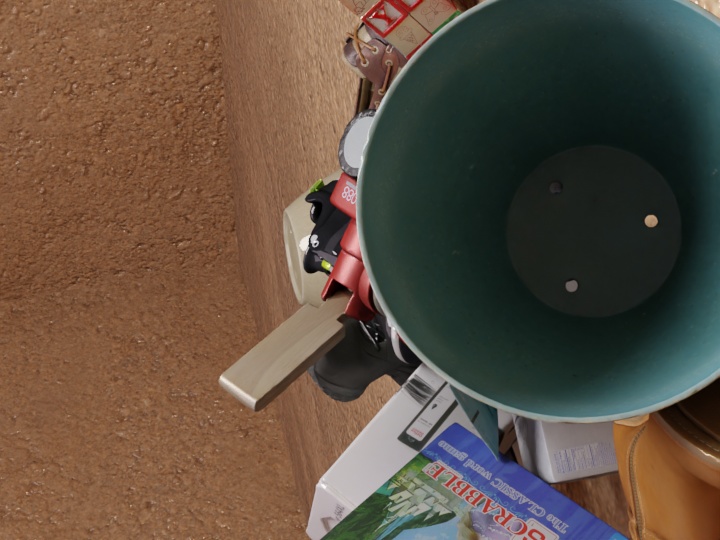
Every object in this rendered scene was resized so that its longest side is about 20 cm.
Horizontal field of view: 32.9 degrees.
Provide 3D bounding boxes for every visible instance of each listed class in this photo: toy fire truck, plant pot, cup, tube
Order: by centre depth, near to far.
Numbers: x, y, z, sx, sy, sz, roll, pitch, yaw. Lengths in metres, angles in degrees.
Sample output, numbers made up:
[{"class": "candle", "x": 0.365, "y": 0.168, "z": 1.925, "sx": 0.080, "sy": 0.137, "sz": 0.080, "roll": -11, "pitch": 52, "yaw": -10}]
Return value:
[{"class": "plant pot", "x": 0.110, "y": -0.027, "z": 0.606, "sx": 0.135, "sy": 0.200, "sz": 0.200, "roll": 20, "pitch": -123, "yaw": -75}, {"class": "toy fire truck", "x": 0.020, "y": 0.016, "z": 0.769, "sx": 0.176, "sy": 0.129, "sz": 0.200, "roll": 37, "pitch": 105, "yaw": 47}, {"class": "tube", "x": 0.071, "y": 0.037, "z": 0.858, "sx": 0.077, "sy": 0.050, "sz": 0.200, "roll": 51, "pitch": -160, "yaw": -32}, {"class": "cup", "x": -0.003, "y": -0.026, "z": 1.285, "sx": 0.200, "sy": 0.143, "sz": 0.201, "roll": 170, "pitch": 90, "yaw": -80}]

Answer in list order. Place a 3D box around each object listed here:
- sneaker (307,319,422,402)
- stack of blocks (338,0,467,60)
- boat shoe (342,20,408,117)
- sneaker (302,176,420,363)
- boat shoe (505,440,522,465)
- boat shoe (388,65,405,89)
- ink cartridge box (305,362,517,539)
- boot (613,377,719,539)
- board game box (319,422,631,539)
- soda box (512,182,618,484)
[{"class": "sneaker", "x": 0.023, "y": 0.049, "z": 0.975, "sx": 0.091, "sy": 0.200, "sz": 0.076, "roll": -43, "pitch": 69, "yaw": 28}, {"class": "stack of blocks", "x": 0.014, "y": -0.269, "z": 1.024, "sx": 0.115, "sy": 0.059, "sz": 0.200, "roll": 33, "pitch": -154, "yaw": -39}, {"class": "boat shoe", "x": 0.018, "y": -0.211, "z": 1.191, "sx": 0.200, "sy": 0.072, "sz": 0.072, "roll": 93, "pitch": 164, "yaw": -51}, {"class": "sneaker", "x": 0.000, "y": 0.000, "z": 0.937, "sx": 0.200, "sy": 0.083, "sz": 0.072, "roll": -104, "pitch": -4, "yaw": -46}, {"class": "boat shoe", "x": 0.078, "y": 0.116, "z": 1.101, "sx": 0.200, "sy": 0.063, "sz": 0.073, "roll": 53, "pitch": 169, "yaw": 39}, {"class": "boat shoe", "x": 0.066, "y": -0.120, "z": 1.006, "sx": 0.072, "sy": 0.068, "sz": 0.200, "roll": 51, "pitch": 164, "yaw": 19}, {"class": "ink cartridge box", "x": 0.056, "y": 0.136, "z": 0.933, "sx": 0.084, "sy": 0.200, "sz": 0.146, "roll": 37, "pitch": 156, "yaw": 13}, {"class": "boot", "x": 0.175, "y": 0.123, "z": 0.627, "sx": 0.200, "sy": 0.077, "sz": 0.156, "roll": -138, "pitch": 40, "yaw": -77}, {"class": "board game box", "x": 0.070, "y": 0.208, "z": 0.739, "sx": 0.200, "sy": 0.199, "sz": 0.041, "roll": 31, "pitch": 140, "yaw": 30}, {"class": "soda box", "x": 0.131, "y": 0.044, "z": 0.839, "sx": 0.068, "sy": 0.063, "sz": 0.200, "roll": 125, "pitch": 135, "yaw": -77}]
